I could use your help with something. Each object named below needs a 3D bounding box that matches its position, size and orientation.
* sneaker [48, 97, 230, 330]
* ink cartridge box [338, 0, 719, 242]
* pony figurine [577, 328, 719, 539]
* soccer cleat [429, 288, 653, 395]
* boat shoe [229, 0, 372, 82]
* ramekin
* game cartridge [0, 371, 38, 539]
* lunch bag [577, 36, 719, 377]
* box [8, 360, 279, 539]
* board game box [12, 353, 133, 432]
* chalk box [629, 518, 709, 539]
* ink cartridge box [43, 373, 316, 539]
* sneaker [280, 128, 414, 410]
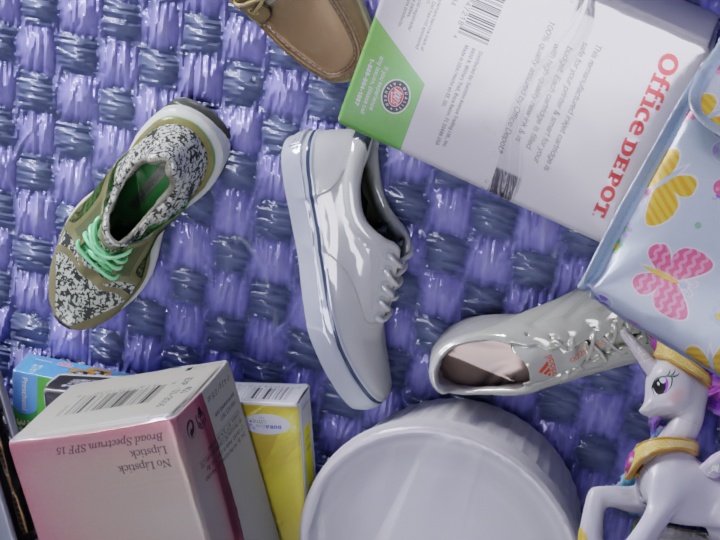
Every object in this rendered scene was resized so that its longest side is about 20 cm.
[{"bbox_3d":[-0.172,-0.031,1.216,0.077,0.089,0.200,36,116,1],"label":"sneaker"},{"bbox_3d":[0.107,-0.126,1.097,0.199,0.084,0.146,25,115,7],"label":"ink cartridge box"},{"bbox_3d":[0.231,0.143,1.089,0.192,0.167,0.201,20,72,0],"label":"pony figurine"},{"bbox_3d":[0.139,0.046,1.155,0.199,0.078,0.070,-17,104,22],"label":"soccer cleat"},{"bbox_3d":[-0.069,-0.200,1.134,0.074,0.066,0.200,-39,95,25],"label":"boat shoe"},{"bbox_3d":[0.064,0.182,1.220,0.201,0.094,0.204,6,112,15],"label":"ramekin"},{"bbox_3d":[-0.302,0.143,1.321,0.133,0.041,0.201,-2,108,42],"label":"game cartridge"},{"bbox_3d":[0.242,-0.033,0.989,0.169,0.127,0.201,32,91,12],"label":"lunch bag"},{"bbox_3d":[-0.137,0.178,1.186,0.127,0.109,0.201,-10,104,19],"label":"box"},{"bbox_3d":[-0.166,0.154,1.312,0.199,0.037,0.152,9,112,13],"label":"board game box"},{"bbox_3d":[0.216,0.285,1.139,0.124,0.200,0.124,10,131,14],"label":"chalk box"},{"bbox_3d":[-0.126,0.176,1.264,0.196,0.047,0.201,1,107,15],"label":"ink cartridge box"},{"bbox_3d":[0.000,0.000,1.183,0.070,0.073,0.201,-7,107,23],"label":"sneaker"}]
